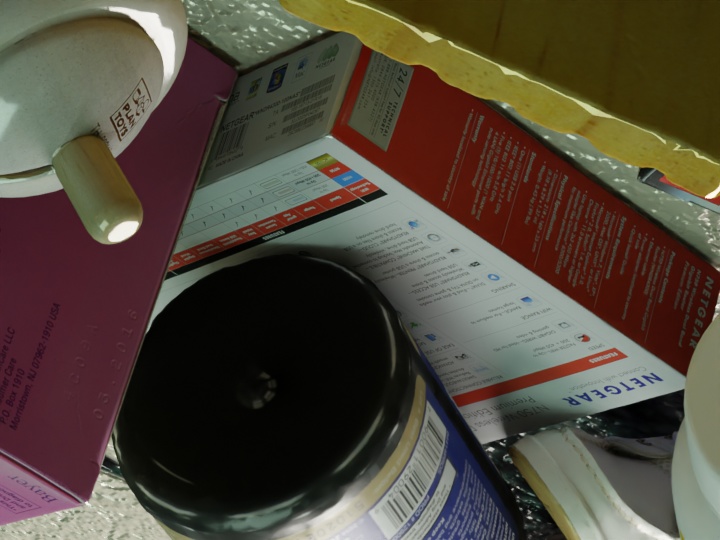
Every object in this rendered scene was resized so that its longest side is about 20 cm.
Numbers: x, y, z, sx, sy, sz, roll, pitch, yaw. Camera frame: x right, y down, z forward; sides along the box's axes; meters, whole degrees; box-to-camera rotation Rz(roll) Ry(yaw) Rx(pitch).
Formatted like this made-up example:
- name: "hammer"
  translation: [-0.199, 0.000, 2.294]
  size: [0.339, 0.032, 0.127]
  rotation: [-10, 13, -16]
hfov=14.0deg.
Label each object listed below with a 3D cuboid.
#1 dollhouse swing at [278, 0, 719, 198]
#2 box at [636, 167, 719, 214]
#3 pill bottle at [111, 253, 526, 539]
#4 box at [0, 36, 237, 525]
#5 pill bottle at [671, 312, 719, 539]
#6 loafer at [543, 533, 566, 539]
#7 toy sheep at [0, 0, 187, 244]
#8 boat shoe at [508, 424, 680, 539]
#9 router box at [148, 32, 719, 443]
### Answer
- name: "dollhouse swing"
  translation: [0.023, -0.073, 0.834]
  size: [0.200, 0.182, 0.176]
  rotation: [24, 141, -12]
- name: "box"
  translation: [0.178, -0.059, 0.886]
  size: [0.110, 0.035, 0.200]
  rotation: [22, 152, -14]
- name: "pill bottle"
  translation: [-0.004, 0.090, 1.078]
  size: [0.112, 0.112, 0.200]
  rotation: [3, 149, 26]
- name: "box"
  translation: [-0.161, -0.001, 1.041]
  size: [0.097, 0.176, 0.200]
  rotation: [34, 149, -29]
- name: "pill bottle"
  translation: [0.165, 0.088, 0.998]
  size: [0.114, 0.114, 0.200]
  rotation: [9, 152, 16]
- name: "loafer"
  translation: [0.163, 0.169, 1.299]
  size: [0.200, 0.072, 0.063]
  rotation: [30, -171, -19]
- name: "toy sheep"
  translation: [-0.120, -0.084, 0.887]
  size: [0.138, 0.200, 0.138]
  rotation: [-27, 158, -12]
- name: "boat shoe"
  translation: [0.118, 0.092, 1.153]
  size: [0.069, 0.071, 0.200]
  rotation: [-36, 154, 8]
- name: "router box"
  translation: [0.000, 0.000, 1.085]
  size: [0.179, 0.049, 0.200]
  rotation: [34, 148, -28]
